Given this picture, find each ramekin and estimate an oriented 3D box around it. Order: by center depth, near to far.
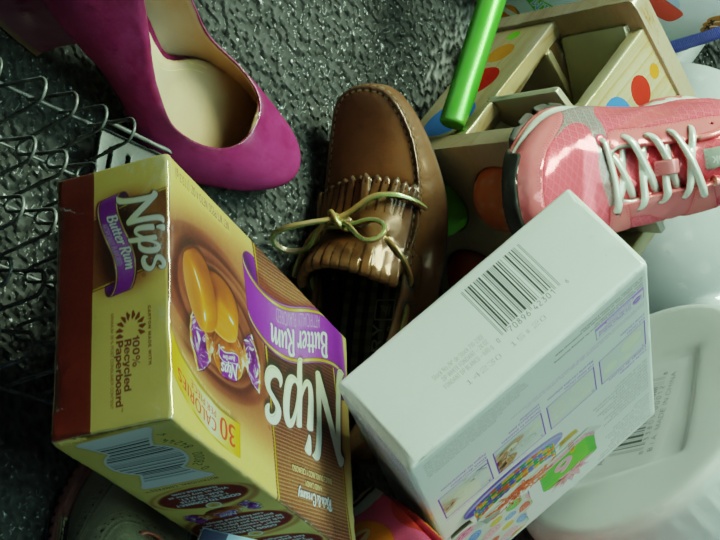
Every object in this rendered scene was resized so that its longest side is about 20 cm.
[{"bbox_3d":[0.186,0.115,0.969,0.098,0.200,0.201,46,51,-25],"label":"ramekin"}]

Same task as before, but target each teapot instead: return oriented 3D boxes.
[{"bbox_3d":[0.241,-0.058,1.100,0.197,0.146,0.200,-43,115,-45],"label":"teapot"}]

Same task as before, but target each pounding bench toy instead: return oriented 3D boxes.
[{"bbox_3d":[0.087,-0.085,0.928,0.156,0.124,0.200,-50,121,-33],"label":"pounding bench toy"}]

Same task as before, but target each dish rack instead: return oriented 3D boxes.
[{"bbox_3d":[-0.148,-0.019,0.699,0.200,0.054,0.154,24,66,-42],"label":"dish rack"}]

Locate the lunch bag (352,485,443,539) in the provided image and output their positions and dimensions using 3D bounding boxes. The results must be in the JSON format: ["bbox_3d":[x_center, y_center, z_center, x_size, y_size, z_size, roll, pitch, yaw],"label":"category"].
[{"bbox_3d":[0.048,0.200,0.819,0.082,0.176,0.200,-39,127,-7],"label":"lunch bag"}]

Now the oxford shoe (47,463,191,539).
[{"bbox_3d":[-0.098,0.142,0.714,0.070,0.075,0.201,41,53,-34],"label":"oxford shoe"}]

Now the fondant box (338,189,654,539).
[{"bbox_3d":[0.076,0.065,0.822,0.144,0.058,0.200,-40,153,-8],"label":"fondant box"}]

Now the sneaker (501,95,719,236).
[{"bbox_3d":[0.153,-0.060,0.843,0.200,0.087,0.074,-19,100,-42],"label":"sneaker"}]

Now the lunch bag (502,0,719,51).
[{"bbox_3d":[0.170,-0.224,0.993,0.170,0.200,0.124,58,46,-24],"label":"lunch bag"}]

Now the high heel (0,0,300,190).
[{"bbox_3d":[-0.075,-0.093,0.770,0.200,0.096,0.068,28,63,-44],"label":"high heel"}]

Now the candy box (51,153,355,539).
[{"bbox_3d":[-0.062,0.050,0.712,0.200,0.056,0.117,48,33,-56],"label":"candy box"}]

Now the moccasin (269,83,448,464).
[{"bbox_3d":[-0.001,0.000,0.866,0.078,0.073,0.202,14,82,-56],"label":"moccasin"}]

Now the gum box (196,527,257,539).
[{"bbox_3d":[-0.055,0.237,0.716,0.200,0.044,0.170,71,35,-49],"label":"gum box"}]
